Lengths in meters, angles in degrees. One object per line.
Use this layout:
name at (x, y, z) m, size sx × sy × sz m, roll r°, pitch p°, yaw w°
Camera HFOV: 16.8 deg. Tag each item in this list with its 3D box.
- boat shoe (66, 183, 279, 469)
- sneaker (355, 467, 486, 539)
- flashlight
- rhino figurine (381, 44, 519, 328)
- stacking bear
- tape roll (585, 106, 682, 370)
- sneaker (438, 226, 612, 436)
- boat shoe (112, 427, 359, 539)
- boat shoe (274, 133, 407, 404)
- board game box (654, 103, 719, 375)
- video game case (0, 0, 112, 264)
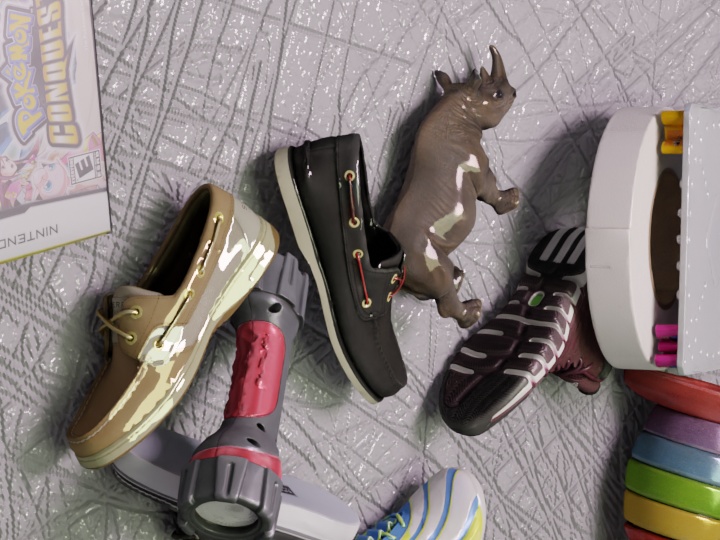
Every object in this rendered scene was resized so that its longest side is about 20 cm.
boat shoe at (-0.132, 0.032, 1.537) m, size 0.066 × 0.074 × 0.201 m, roll 45°, pitch 64°, yaw -27°
sneaker at (0.013, 0.213, 1.712) m, size 0.105 × 0.075 × 0.201 m, roll 43°, pitch 68°, yaw -41°
flashlight at (-0.073, 0.076, 1.553) m, size 0.068 × 0.068 × 0.201 m, roll 22°, pitch 53°, yaw -20°
rhino figurine at (0.068, -0.067, 1.722) m, size 0.087 × 0.060 × 0.201 m, roll 26°, pitch 76°, yaw -35°
stacking bear at (0.254, 0.190, 1.939) m, size 0.121 × 0.113 × 0.201 m, roll 14°, pitch 93°, yaw -46°
tape roll at (0.216, -0.025, 1.849) m, size 0.203 × 0.037 × 0.204 m, roll 2°, pitch 90°, yaw -68°
sneaker at (0.141, 0.072, 1.819) m, size 0.200 × 0.075 × 0.116 m, roll -52°, pitch 133°, yaw -26°
boat shoe at (-0.091, 0.161, 1.607) m, size 0.199 × 0.070 × 0.066 m, roll 21°, pitch 107°, yaw -41°
boat shoe at (0.000, 0.001, 1.650) m, size 0.074 × 0.063 × 0.202 m, roll -86°, pitch 160°, yaw -62°
board game box at (0.265, -0.024, 1.886) m, size 0.200 × 0.026 × 0.202 m, roll -1°, pitch 93°, yaw -69°
video game case at (-0.229, -0.100, 1.434) m, size 0.180 × 0.025 × 0.201 m, roll -18°, pitch 111°, yaw -42°
